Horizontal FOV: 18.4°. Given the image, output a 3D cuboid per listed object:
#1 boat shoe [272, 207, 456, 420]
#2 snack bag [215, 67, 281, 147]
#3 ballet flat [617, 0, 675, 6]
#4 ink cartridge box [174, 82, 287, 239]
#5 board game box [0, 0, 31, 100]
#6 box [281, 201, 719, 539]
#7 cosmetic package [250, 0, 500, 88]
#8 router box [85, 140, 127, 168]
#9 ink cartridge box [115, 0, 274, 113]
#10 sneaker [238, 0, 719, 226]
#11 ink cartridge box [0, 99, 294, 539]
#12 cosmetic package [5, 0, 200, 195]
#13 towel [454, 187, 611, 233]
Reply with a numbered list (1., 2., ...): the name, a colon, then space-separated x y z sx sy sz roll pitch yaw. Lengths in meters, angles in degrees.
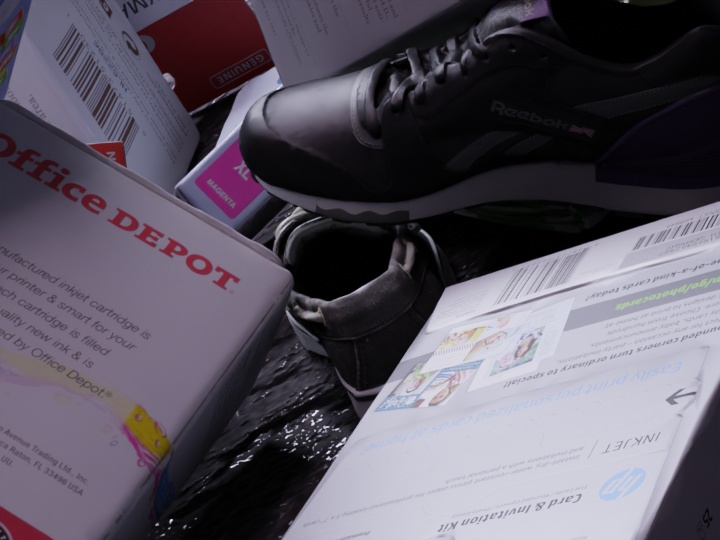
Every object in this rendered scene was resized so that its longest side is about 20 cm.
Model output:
1. boat shoe: 0.000 0.000 0.886 0.071 0.064 0.200 -33 18 -2
2. snack bag: 0.001 -0.104 1.220 0.188 0.021 0.200 -27 19 18
3. ballet flat: 0.114 -0.114 0.926 0.067 0.067 0.200 -60 29 -8
4. ink cartridge box: -0.007 -0.087 1.057 0.200 0.042 0.119 -43 -1 -8
5. board game box: -0.198 -0.029 0.835 0.200 0.037 0.151 -55 2 -22
6. box: 0.059 0.055 0.693 0.156 0.041 0.200 -19 22 36
7. cosmetic package: 0.051 -0.141 0.866 0.113 0.081 0.200 -20 -4 -39
8. router box: -0.208 -0.001 1.014 0.179 0.049 0.200 -6 -13 -17
9. ink cartridge box: -0.172 -0.139 1.360 0.200 0.176 0.045 -27 32 15
10. sneaker: 0.050 -0.073 0.830 0.199 0.088 0.076 -1 44 9
11. ink cartridge box: -0.136 0.051 0.806 0.200 0.147 0.086 -53 -9 -41
12. cosmetic package: -0.225 -0.071 1.263 0.200 0.168 0.166 -26 20 15
13. towel: 0.080 -0.065 0.959 0.152 0.023 0.200 -37 22 -26
